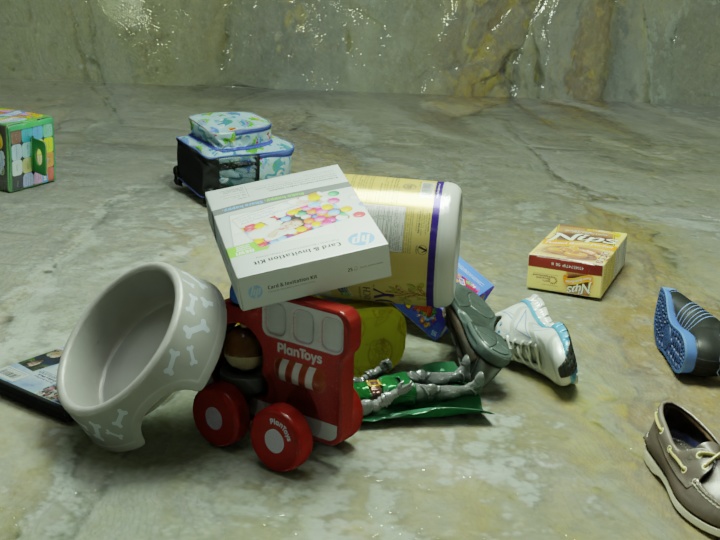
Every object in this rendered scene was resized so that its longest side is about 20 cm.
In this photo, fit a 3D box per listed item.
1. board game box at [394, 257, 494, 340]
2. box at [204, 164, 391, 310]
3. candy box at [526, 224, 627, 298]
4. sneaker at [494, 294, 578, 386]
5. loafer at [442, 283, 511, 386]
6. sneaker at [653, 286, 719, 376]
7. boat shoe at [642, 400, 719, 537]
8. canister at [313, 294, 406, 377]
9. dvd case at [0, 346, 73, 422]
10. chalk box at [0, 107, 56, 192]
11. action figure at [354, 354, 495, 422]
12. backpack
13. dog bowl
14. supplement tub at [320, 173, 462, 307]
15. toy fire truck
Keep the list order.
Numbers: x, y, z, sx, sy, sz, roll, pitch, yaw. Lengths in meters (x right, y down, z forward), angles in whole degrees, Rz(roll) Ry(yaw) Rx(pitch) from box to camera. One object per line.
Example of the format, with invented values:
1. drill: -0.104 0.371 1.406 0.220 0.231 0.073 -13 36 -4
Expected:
1. board game box: 0.068 -0.006 1.602 0.200 0.045 0.134 41 34 16
2. box: -0.070 -0.039 1.229 0.154 0.042 0.201 -13 32 -10
3. candy box: 0.334 -0.017 1.821 0.114 0.056 0.200 10 19 20
4. sneaker: 0.205 0.094 1.454 0.085 0.076 0.200 -13 17 -6
5. loafer: 0.129 0.078 1.446 0.071 0.063 0.200 27 17 -15
6. sneaker: 0.427 0.081 1.519 0.077 0.071 0.201 8 24 0
7. boat shoe: 0.333 0.192 1.155 0.071 0.060 0.200 1 18 -9
8. canister: -0.056 0.061 1.463 0.147 0.088 0.199 -6 18 -30
9. dvd case: -0.306 0.117 1.355 0.141 0.018 0.199 16 21 32
10. chalk box: -0.644 -0.223 2.194 0.198 0.127 0.124 13 20 26
11. action figure: 0.036 0.133 1.311 0.197 0.056 0.118 -8 23 -18
12. backpack: -0.225 -0.213 2.196 0.198 0.149 0.183 -5 21 -31
13. dog bowl: -0.227 0.080 1.202 0.059 0.201 0.199 42 -9 -36
14. supplement tub: 0.016 -0.037 1.389 0.197 0.148 0.146 5 17 7
15. toy fire truck: -0.085 0.095 1.209 0.198 0.171 0.112 15 21 34
